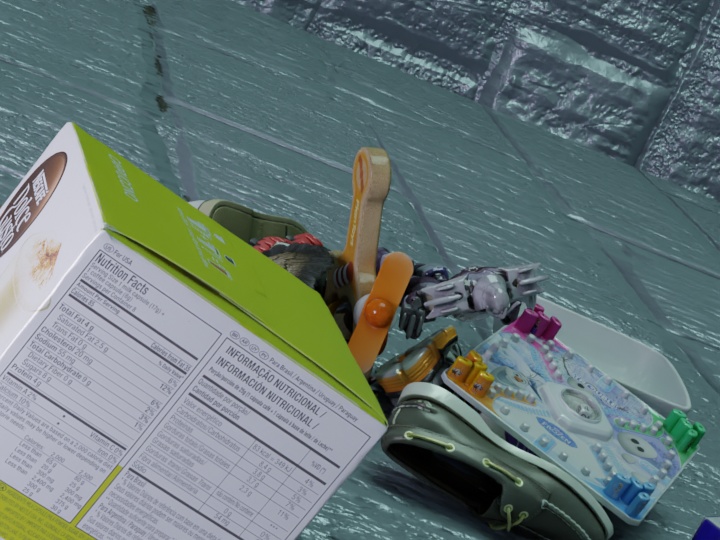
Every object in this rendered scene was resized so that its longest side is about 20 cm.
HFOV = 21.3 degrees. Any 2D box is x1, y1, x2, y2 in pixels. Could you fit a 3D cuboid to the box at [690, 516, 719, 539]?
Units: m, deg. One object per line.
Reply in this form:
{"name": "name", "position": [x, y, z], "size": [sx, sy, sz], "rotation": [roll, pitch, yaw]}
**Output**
{"name": "box", "position": [0.352, 0.276, 1.419], "size": [0.184, 0.105, 0.200], "rotation": [8, 23, -48]}

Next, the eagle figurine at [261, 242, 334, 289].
{"name": "eagle figurine", "position": [-0.107, 0.025, 1.483], "size": [0.150, 0.201, 0.152], "rotation": [-10, -35, 17]}

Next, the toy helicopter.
{"name": "toy helicopter", "position": [0.000, 0.000, 1.550], "size": [0.079, 0.201, 0.132], "rotation": [2, 19, -17]}

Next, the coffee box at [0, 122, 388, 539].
{"name": "coffee box", "position": [-0.135, 0.069, 1.082], "size": [0.200, 0.198, 0.200], "rotation": [36, 9, -23]}

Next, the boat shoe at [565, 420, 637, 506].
{"name": "boat shoe", "position": [0.220, 0.176, 1.647], "size": [0.069, 0.072, 0.200], "rotation": [48, 20, 23]}

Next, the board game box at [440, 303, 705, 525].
{"name": "board game box", "position": [0.187, 0.114, 1.622], "size": [0.200, 0.026, 0.200], "rotation": [37, 26, 12]}

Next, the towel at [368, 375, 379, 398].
{"name": "towel", "position": [-0.090, 0.058, 1.642], "size": [0.200, 0.023, 0.143], "rotation": [33, 17, 31]}

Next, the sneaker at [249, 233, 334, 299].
{"name": "sneaker", "position": [-0.051, 0.015, 1.670], "size": [0.098, 0.071, 0.200], "rotation": [26, 12, 16]}

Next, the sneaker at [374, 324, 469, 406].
{"name": "sneaker", "position": [0.060, 0.101, 1.657], "size": [0.077, 0.078, 0.200], "rotation": [56, 11, 0]}

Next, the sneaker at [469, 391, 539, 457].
{"name": "sneaker", "position": [0.137, 0.135, 1.682], "size": [0.083, 0.081, 0.200], "rotation": [43, 21, 0]}

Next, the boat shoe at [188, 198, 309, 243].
{"name": "boat shoe", "position": [-0.108, -0.020, 1.776], "size": [0.068, 0.075, 0.200], "rotation": [2, -19, 34]}

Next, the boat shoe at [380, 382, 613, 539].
{"name": "boat shoe", "position": [0.105, 0.168, 1.491], "size": [0.201, 0.072, 0.060], "rotation": [35, 54, -5]}

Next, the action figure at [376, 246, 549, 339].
{"name": "action figure", "position": [0.080, 0.022, 1.621], "size": [0.130, 0.070, 0.200], "rotation": [0, 5, -24]}

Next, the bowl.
{"name": "bowl", "position": [0.216, 0.103, 1.879], "size": [0.199, 0.075, 0.200], "rotation": [22, 15, -5]}
